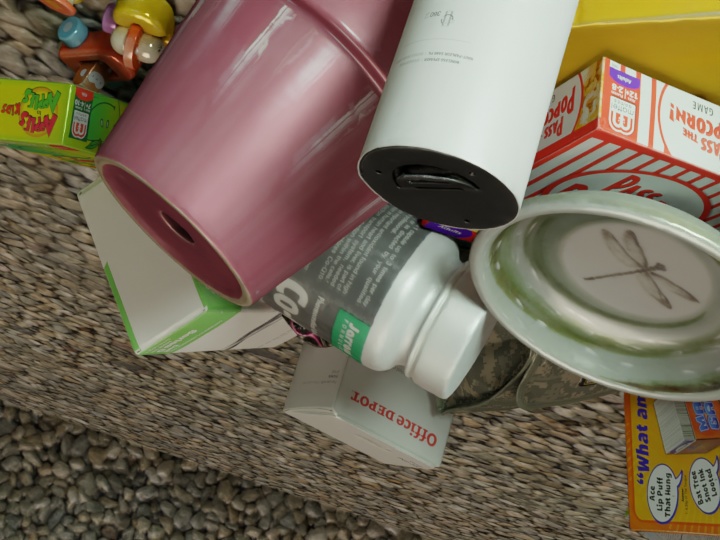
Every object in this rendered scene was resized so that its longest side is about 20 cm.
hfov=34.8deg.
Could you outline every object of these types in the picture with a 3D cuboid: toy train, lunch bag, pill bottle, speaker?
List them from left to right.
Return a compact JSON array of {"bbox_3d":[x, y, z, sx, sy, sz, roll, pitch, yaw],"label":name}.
[{"bbox_3d":[-0.210,-0.185,0.846,0.149,0.056,0.200,7,157,27],"label":"toy train"},{"bbox_3d":[0.000,0.000,0.826,0.199,0.114,0.113,30,163,14],"label":"pill bottle"},{"bbox_3d":[0.063,-0.124,0.559,0.080,0.202,0.081,16,160,6],"label":"speaker"},{"bbox_3d":[0.170,0.055,0.986,0.162,0.119,0.200,-8,170,-25],"label":"lunch bag"}]

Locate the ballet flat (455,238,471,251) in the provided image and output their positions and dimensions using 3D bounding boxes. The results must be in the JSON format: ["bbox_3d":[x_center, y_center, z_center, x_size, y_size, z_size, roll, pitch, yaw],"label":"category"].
[{"bbox_3d":[0.072,-0.050,0.938,0.199,0.068,0.067,16,-156,40],"label":"ballet flat"}]

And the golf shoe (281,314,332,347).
[{"bbox_3d":[-0.051,-0.036,0.947,0.072,0.202,0.092,-18,180,0],"label":"golf shoe"}]

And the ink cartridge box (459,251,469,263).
[{"bbox_3d":[0.089,-0.009,0.952,0.161,0.051,0.199,-13,177,-43],"label":"ink cartridge box"}]

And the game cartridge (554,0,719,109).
[{"bbox_3d":[0.196,-0.112,0.672,0.198,0.033,0.176,2,159,20],"label":"game cartridge"}]

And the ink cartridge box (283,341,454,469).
[{"bbox_3d":[0.027,0.067,1.084,0.146,0.202,0.082,32,155,-34],"label":"ink cartridge box"}]

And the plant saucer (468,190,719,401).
[{"bbox_3d":[0.166,0.007,0.705,0.198,0.051,0.201,20,151,12],"label":"plant saucer"}]

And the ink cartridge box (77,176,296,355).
[{"bbox_3d":[-0.124,-0.012,0.973,0.084,0.147,0.199,-30,164,24],"label":"ink cartridge box"}]

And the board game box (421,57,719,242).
[{"bbox_3d":[0.152,-0.055,0.733,0.150,0.047,0.200,16,160,-21],"label":"board game box"}]

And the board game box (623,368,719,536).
[{"bbox_3d":[0.319,0.077,0.783,0.198,0.203,0.199,5,170,-32],"label":"board game box"}]

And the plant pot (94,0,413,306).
[{"bbox_3d":[-0.055,-0.086,0.704,0.199,0.179,0.200,37,163,13],"label":"plant pot"}]

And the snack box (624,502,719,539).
[{"bbox_3d":[0.338,0.222,0.940,0.167,0.068,0.200,9,-170,-17],"label":"snack box"}]

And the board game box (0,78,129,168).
[{"bbox_3d":[-0.218,-0.113,0.951,0.101,0.048,0.200,8,179,25],"label":"board game box"}]
